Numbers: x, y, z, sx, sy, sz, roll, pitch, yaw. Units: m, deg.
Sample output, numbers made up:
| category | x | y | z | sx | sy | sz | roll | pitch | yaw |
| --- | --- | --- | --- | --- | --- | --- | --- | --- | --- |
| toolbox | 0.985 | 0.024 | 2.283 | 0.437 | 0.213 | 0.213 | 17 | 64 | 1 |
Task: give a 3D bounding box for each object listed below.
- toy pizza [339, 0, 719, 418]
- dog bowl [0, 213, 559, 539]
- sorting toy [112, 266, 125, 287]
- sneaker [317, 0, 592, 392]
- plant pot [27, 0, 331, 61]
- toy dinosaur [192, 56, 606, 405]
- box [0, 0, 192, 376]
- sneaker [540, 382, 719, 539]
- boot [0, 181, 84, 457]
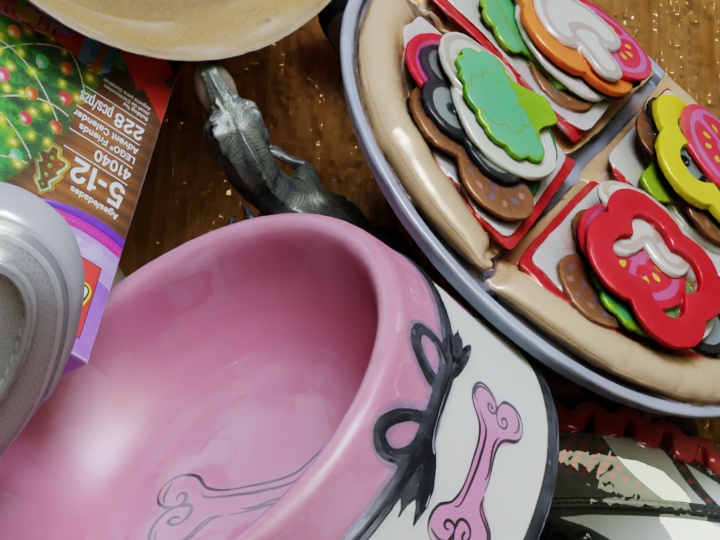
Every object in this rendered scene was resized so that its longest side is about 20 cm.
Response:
| category | x | y | z | sx | sy | sz | roll | pitch | yaw |
| --- | --- | --- | --- | --- | --- | --- | --- | --- | --- |
| toy pizza | 0.079 | -0.039 | 0.810 | 0.199 | 0.032 | 0.201 | 27 | 39 | -24 |
| dog bowl | -0.042 | 0.066 | 0.738 | 0.074 | 0.199 | 0.201 | 53 | 54 | -32 |
| sorting toy | -0.202 | -0.016 | 0.837 | 0.199 | 0.037 | 0.186 | -24 | 71 | -29 |
| sneaker | 0.052 | -0.038 | 0.891 | 0.079 | 0.074 | 0.200 | -39 | 78 | -23 |
| plant pot | -0.074 | -0.167 | 0.786 | 0.199 | 0.027 | 0.202 | 6 | 80 | -37 |
| toy dinosaur | 0.000 | 0.000 | 0.842 | 0.200 | 0.088 | 0.048 | 37 | 78 | -23 |
| box | -0.156 | -0.069 | 0.742 | 0.199 | 0.039 | 0.138 | 31 | 56 | -27 |
| sneaker | 0.111 | 0.106 | 0.829 | 0.199 | 0.071 | 0.098 | 19 | 57 | -6 |
| boot | -0.149 | 0.069 | 0.700 | 0.073 | 0.200 | 0.096 | 29 | 31 | -14 |
